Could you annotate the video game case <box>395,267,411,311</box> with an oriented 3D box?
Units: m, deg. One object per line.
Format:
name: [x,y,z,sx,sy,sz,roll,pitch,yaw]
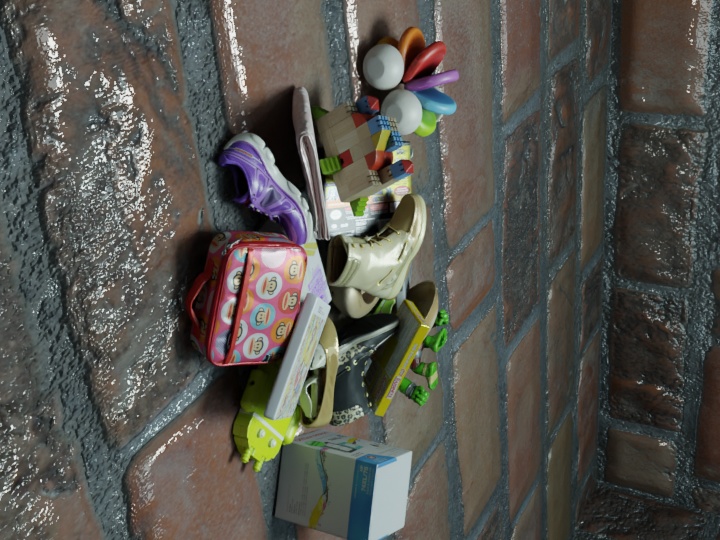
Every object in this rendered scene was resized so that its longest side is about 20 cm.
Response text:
video game case: [0.085,-0.040,1.927,0.200,0.023,0.184,-74,162,-65]

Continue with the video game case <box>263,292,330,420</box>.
video game case: [-0.099,0.141,1.533,0.182,0.023,0.202,57,52,-82]

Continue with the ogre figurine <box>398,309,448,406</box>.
ogre figurine: [0.112,0.174,2.018,0.098,0.119,0.202,1,99,-66]

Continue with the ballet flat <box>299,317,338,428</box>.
ballet flat: [-0.075,0.180,1.649,0.063,0.068,0.202,-13,107,-52]

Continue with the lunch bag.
lunch bag: [-0.178,0.041,1.421,0.175,0.082,0.202,1,109,-38]

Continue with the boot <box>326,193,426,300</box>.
boot: [0.027,-0.054,1.686,0.154,0.073,0.202,14,102,-39]

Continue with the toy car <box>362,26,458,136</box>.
toy car: [0.111,-0.357,1.780,0.175,0.149,0.202,-29,98,-57]

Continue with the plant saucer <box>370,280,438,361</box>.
plant saucer: [0.095,0.111,1.901,0.035,0.200,0.201,37,58,-16]

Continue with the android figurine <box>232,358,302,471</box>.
android figurine: [-0.155,0.239,1.616,0.201,0.041,0.182,-69,151,-25]

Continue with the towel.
towel: [-0.082,-0.174,1.530,0.201,0.032,0.193,-103,-176,-59]

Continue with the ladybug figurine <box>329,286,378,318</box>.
ladybug figurine: [0.000,0.000,1.799,0.201,0.071,0.137,-58,144,-37]

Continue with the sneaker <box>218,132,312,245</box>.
sneaker: [-0.150,-0.112,1.458,0.083,0.080,0.201,-47,113,-26]

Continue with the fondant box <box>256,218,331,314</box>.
fondant box: [-0.123,0.014,1.585,0.145,0.058,0.201,-54,144,-40]

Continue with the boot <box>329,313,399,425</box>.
boot: [-0.001,0.182,1.766,0.202,0.073,0.155,-27,115,-20]

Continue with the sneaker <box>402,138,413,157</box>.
sneaker: [0.036,-0.245,1.784,0.200,0.079,0.075,8,93,-61]

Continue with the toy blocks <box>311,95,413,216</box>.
toy blocks: [0.009,-0.210,1.589,0.100,0.136,0.202,-4,73,-53]

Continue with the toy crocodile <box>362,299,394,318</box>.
toy crocodile: [0.012,0.140,1.829,0.201,0.061,0.068,-57,174,0]

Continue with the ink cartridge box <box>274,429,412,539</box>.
ink cartridge box: [-0.031,0.389,1.727,0.146,0.198,0.148,0,97,-62]

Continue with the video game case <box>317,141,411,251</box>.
video game case: [0.009,-0.137,1.722,0.198,0.025,0.183,-9,103,-34]

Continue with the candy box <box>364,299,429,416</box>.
candy box: [0.062,0.164,1.787,0.026,0.102,0.201,18,109,-27]
